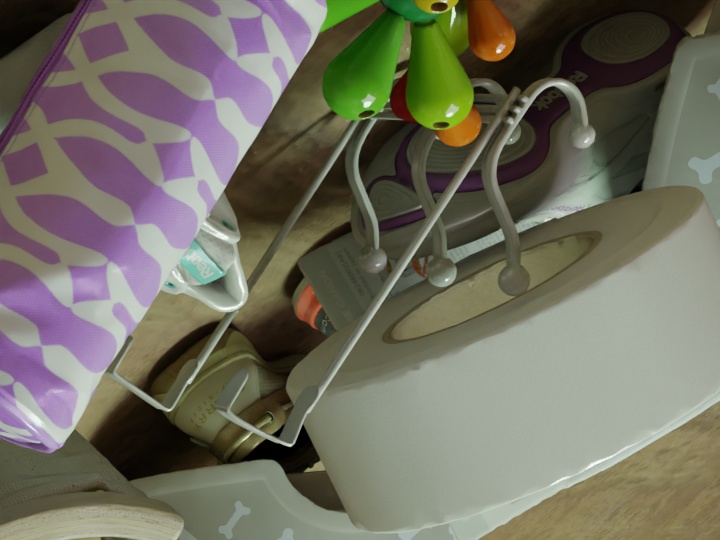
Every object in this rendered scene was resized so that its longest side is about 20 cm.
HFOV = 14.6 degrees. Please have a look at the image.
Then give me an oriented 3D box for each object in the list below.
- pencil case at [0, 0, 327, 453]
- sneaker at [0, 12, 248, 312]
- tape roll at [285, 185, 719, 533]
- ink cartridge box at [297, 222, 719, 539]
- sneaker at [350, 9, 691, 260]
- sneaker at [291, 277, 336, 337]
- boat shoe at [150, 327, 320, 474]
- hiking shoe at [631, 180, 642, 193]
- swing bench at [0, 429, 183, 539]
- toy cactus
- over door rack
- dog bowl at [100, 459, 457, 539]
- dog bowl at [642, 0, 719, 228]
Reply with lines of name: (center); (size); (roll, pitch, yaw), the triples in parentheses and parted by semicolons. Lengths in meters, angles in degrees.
pencil case: (-0.089, -0.037, 0.946); (0.084, 0.085, 0.200); (-3, -125, 61)
sneaker: (-0.084, -0.033, 1.064); (0.075, 0.089, 0.200); (-39, 161, 4)
tape roll: (0.071, 0.036, 1.217); (0.202, 0.071, 0.202); (-26, -172, 4)
ink cartridge box: (0.072, 0.033, 1.377); (0.200, 0.160, 0.047); (-26, 173, -36)
sneaker: (0.084, -0.044, 1.337); (0.200, 0.075, 0.100); (-29, 137, -25)
sneaker: (0.046, 0.022, 1.439); (0.200, 0.082, 0.077); (-14, 149, -51)
boat shoe: (-0.045, 0.081, 1.434); (0.073, 0.063, 0.201); (-40, 161, 2)
hiking shoe: (0.211, -0.080, 1.522); (0.200, 0.076, 0.101); (-36, 157, 21)
swing bench: (-0.165, 0.155, 1.093); (0.130, 0.199, 0.200); (0, 101, -22)
toy cactus: (0.027, -0.134, 1.073); (0.165, 0.102, 0.200); (-59, 158, 0)
over door rack: (0.000, 0.000, 1.183); (0.200, 0.067, 0.148); (-46, -160, -16)
dog bowl: (-0.037, 0.132, 1.423); (0.200, 0.059, 0.200); (-6, 171, -1)
dog bowl: (0.191, -0.083, 1.355); (0.200, 0.059, 0.200); (16, 90, -75)
